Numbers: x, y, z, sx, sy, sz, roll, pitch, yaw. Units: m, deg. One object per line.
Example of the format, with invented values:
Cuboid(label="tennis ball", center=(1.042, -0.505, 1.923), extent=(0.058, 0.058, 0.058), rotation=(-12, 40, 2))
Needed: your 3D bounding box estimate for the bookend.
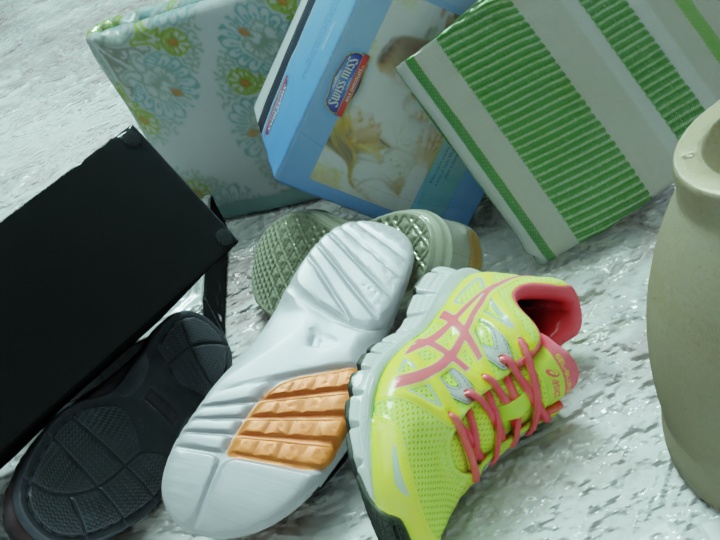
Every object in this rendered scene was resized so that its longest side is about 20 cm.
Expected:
Cuboid(label="bookend", center=(-0.198, 0.044, 0.858), extent=(0.200, 0.092, 0.199), rotation=(-44, 2, -40))

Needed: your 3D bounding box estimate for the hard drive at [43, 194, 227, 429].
Cuboid(label="hard drive", center=(-0.159, 0.023, 1.020), extent=(0.139, 0.038, 0.200), rotation=(-22, 26, 7))

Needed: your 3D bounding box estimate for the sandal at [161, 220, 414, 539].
Cuboid(label="sandal", center=(-0.024, 0.064, 0.784), extent=(0.079, 0.059, 0.207), rotation=(17, 54, 23))

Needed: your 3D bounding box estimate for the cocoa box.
Cuboid(label="cocoa box", center=(0.034, -0.142, 0.935), extent=(0.201, 0.133, 0.131), rotation=(-64, 20, 19))

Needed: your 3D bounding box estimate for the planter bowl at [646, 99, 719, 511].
Cuboid(label="planter bowl", center=(0.204, -0.007, 0.626), extent=(0.199, 0.135, 0.201), rotation=(-21, 24, 10))

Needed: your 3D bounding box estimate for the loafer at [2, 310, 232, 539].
Cuboid(label="loafer", center=(-0.137, 0.096, 0.836), extent=(0.063, 0.072, 0.200), rotation=(-36, 9, 36))

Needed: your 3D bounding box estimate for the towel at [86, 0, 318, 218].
Cuboid(label="towel", center=(-0.075, -0.124, 1.072), extent=(0.199, 0.172, 0.048), rotation=(-11, 34, 28))

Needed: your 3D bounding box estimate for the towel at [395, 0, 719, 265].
Cuboid(label="towel", center=(0.140, -0.116, 0.848), extent=(0.199, 0.153, 0.023), rotation=(-36, 1, 8))

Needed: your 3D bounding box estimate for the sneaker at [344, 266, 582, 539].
Cuboid(label="sneaker", center=(0.055, 0.056, 0.711), extent=(0.090, 0.079, 0.200), rotation=(-5, 33, 24))

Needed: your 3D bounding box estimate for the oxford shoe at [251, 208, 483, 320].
Cuboid(label="oxford shoe", center=(0.000, 0.000, 0.902), extent=(0.057, 0.076, 0.199), rotation=(9, -8, -37))
